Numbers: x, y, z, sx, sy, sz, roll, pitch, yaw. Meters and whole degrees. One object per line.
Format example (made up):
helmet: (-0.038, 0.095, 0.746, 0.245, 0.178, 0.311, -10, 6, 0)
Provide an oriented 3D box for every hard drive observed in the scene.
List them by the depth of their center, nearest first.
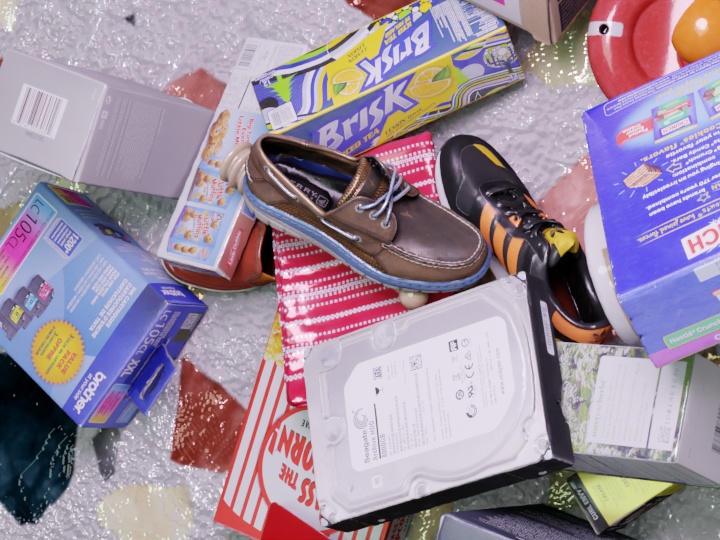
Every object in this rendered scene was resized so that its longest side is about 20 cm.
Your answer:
hard drive: (0.051, 0.096, 1.393, 0.199, 0.038, 0.141, -20, 64, 32)

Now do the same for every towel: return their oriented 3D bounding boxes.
towel: (0.000, 0.000, 1.507, 0.144, 0.022, 0.202, -12, 70, 16)

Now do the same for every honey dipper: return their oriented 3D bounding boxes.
honey dipper: (-0.027, -0.030, 1.497, 0.200, 0.038, 0.038, 39, 102, 23)

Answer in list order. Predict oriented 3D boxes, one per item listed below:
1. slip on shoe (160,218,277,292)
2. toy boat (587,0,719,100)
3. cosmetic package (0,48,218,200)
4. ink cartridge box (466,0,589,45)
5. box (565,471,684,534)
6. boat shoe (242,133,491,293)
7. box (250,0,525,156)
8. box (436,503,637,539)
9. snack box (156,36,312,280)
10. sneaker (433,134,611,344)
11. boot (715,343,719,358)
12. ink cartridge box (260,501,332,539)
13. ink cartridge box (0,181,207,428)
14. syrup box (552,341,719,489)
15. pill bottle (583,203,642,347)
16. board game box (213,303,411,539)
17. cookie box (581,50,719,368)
slip on shoe: (-0.078, -0.019, 1.590, 0.199, 0.061, 0.075, 2, 87, 25)
toy boat: (0.257, -0.166, 1.406, 0.199, 0.131, 0.132, 7, 89, 25)
cosmetic package: (-0.202, -0.114, 1.582, 0.106, 0.200, 0.091, 20, 93, 27)
ink cartridge box: (0.108, -0.287, 1.480, 0.199, 0.075, 0.165, 30, 68, 23)
box: (0.249, 0.118, 1.420, 0.200, 0.075, 0.050, -37, 74, 17)
boat shoe: (0.003, -0.044, 1.444, 0.199, 0.073, 0.073, 19, 59, 10)
box: (0.021, -0.149, 1.513, 0.199, 0.070, 0.065, -24, 55, 5)
box: (0.120, 0.256, 1.399, 0.106, 0.200, 0.150, 18, 94, 25)
snack box: (-0.099, -0.094, 1.591, 0.072, 0.024, 0.201, 13, 77, 39)
sneaker: (0.130, -0.025, 1.469, 0.201, 0.070, 0.090, 64, 147, 10)
boot: (0.346, 0.047, 1.318, 0.198, 0.096, 0.074, 8, 64, -11)
ink cartridge box: (-0.040, 0.307, 1.505, 0.199, 0.084, 0.177, 30, 120, 24)
ink cartridge box: (-0.224, 0.040, 1.648, 0.200, 0.076, 0.137, 40, 103, 21)
syrup box: (0.160, 0.099, 1.385, 0.199, 0.081, 0.079, 2, 74, 38)
pill bottle: (0.270, -0.024, 1.399, 0.199, 0.111, 0.112, -19, 78, 23)
board game box: (-0.018, 0.132, 1.558, 0.151, 0.046, 0.201, 18, 94, 25)
cookie box: (0.244, -0.055, 1.294, 0.170, 0.075, 0.201, -24, 37, 18)
